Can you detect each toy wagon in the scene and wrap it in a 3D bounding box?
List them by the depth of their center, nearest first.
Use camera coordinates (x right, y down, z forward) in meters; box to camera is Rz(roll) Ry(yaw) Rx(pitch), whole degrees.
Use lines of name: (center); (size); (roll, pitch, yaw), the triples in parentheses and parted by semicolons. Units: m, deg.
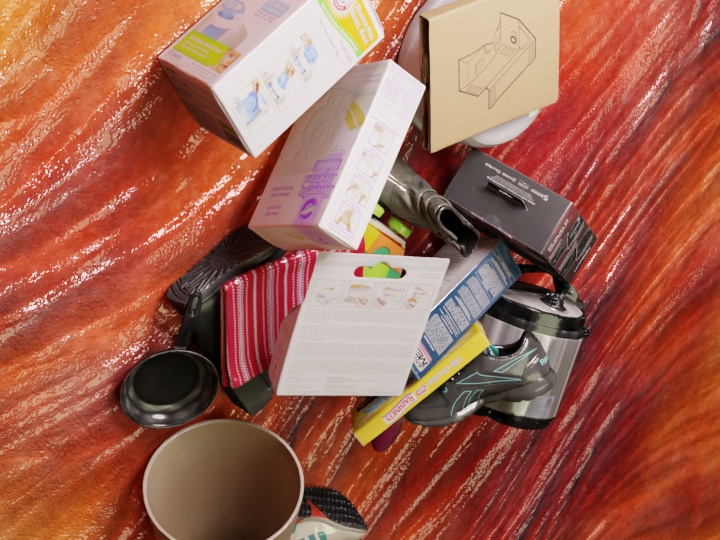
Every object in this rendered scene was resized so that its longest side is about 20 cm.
toy wagon: (0.000, 0.000, 1.714); (0.156, 0.040, 0.200); (-51, 143, 5)

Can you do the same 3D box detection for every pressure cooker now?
pressure cooker: (0.207, 0.089, 1.861); (0.176, 0.177, 0.202); (-27, 136, -73)

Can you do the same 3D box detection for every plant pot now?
plant pot: (-0.163, 0.315, 1.685); (0.186, 0.187, 0.201); (-27, 143, -28)

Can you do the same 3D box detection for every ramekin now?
ramekin: (0.147, -0.240, 1.684); (0.201, 0.094, 0.204); (-22, 127, -32)

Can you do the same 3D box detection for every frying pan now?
frying pan: (-0.221, 0.102, 1.574); (0.114, 0.031, 0.192); (-15, 130, -11)

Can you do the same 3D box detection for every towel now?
towel: (-0.075, 0.043, 1.611); (0.199, 0.022, 0.146); (-23, 130, -33)

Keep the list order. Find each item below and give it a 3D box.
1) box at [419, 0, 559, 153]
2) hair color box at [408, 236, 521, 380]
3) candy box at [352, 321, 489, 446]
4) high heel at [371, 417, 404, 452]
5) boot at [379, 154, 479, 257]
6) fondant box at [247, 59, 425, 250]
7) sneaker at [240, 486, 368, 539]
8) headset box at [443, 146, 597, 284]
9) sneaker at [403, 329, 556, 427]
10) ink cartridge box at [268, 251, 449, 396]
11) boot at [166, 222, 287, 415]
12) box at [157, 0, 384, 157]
box: (0.149, -0.240, 1.602); (0.199, 0.021, 0.165); (-24, 128, -29)
hair color box: (0.096, 0.042, 1.743); (0.200, 0.100, 0.061); (-43, 115, -22)
candy box: (0.072, 0.134, 1.740); (0.199, 0.102, 0.026); (-40, 101, 6)
high heel: (0.012, 0.147, 1.824); (0.095, 0.067, 0.202); (1, 113, -22)
boot: (0.062, -0.094, 1.665); (0.068, 0.130, 0.200); (-54, 137, -2)
fondant box: (-0.027, -0.122, 1.517); (0.058, 0.144, 0.202); (31, 73, -32)
sneaker: (-0.079, 0.339, 1.847); (0.199, 0.071, 0.094); (16, 120, -48)
headset box: (0.199, -0.068, 1.748); (0.078, 0.148, 0.200); (-58, 156, -2)
sneaker: (0.140, 0.134, 1.752); (0.198, 0.076, 0.080); (-19, 108, 6)
ink cartridge box: (-0.004, 0.053, 1.577); (0.161, 0.057, 0.202); (2, 121, -23)
boot: (-0.115, 0.054, 1.634); (0.164, 0.066, 0.201); (-34, 128, -8)
box: (-0.090, -0.233, 1.461); (0.200, 0.112, 0.102); (-44, 134, -14)
